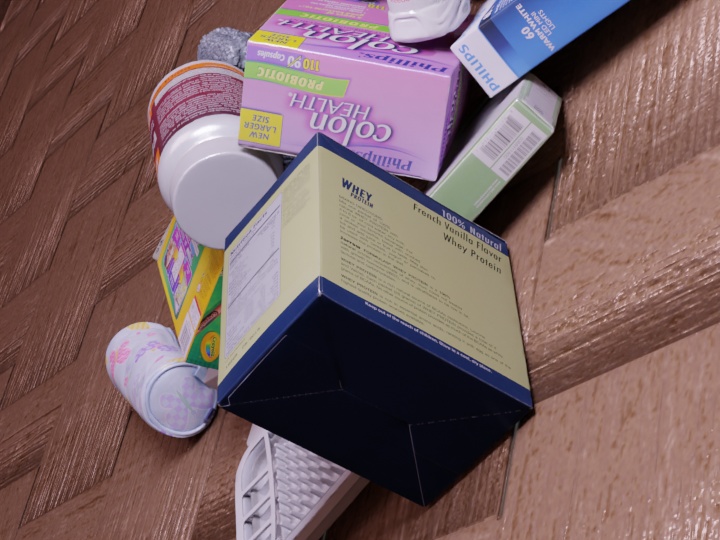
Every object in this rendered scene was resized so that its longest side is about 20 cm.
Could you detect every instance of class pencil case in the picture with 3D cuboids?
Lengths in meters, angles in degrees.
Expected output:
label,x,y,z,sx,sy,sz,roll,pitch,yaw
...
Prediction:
label,x,y,z,sx,sy,sz,roll,pitch,yaw
pencil case,-0.215,0.113,1.793,0.091,0.083,0.200,-63,23,-1

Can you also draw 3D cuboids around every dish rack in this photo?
label,x,y,z,sx,sy,sz,roll,pitch,yaw
dish rack,-0.036,0.164,1.426,0.200,0.044,0.172,-51,24,25

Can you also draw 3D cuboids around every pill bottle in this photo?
label,x,y,z,sx,sy,sz,roll,pitch,yaw
pill bottle,-0.132,-0.106,1.526,0.114,0.114,0.200,-52,25,17

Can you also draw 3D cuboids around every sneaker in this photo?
label,x,y,z,sx,sy,sz,roll,pitch,yaw
sneaker,0.075,-0.282,1.446,0.078,0.099,0.200,-2,34,26

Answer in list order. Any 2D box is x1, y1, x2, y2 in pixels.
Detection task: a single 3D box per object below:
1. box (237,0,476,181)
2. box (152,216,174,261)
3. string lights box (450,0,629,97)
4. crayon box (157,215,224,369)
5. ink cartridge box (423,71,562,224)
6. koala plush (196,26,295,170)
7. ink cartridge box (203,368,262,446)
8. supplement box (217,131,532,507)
label,x,y,z,sx,sy,sz,roll,pitch,yaw
box,0.003,-0.170,1.474,0.200,0.176,0.097,-63,-17,-63
box,-0.155,-0.010,1.819,0.068,0.082,0.200,-61,22,-3
string lights box,0.176,-0.236,1.383,0.200,0.059,0.103,-34,14,35
crayon box,-0.138,-0.006,1.596,0.200,0.058,0.119,-116,44,-58
ink cartridge box,0.113,-0.110,1.447,0.146,0.048,0.200,-49,4,23
koala plush,-0.053,-0.144,1.684,0.200,0.184,0.178,40,131,55
ink cartridge box,-0.083,0.058,1.612,0.116,0.068,0.200,-29,39,51
supplement box,0.008,0.037,1.294,0.134,0.200,0.200,-46,28,30
